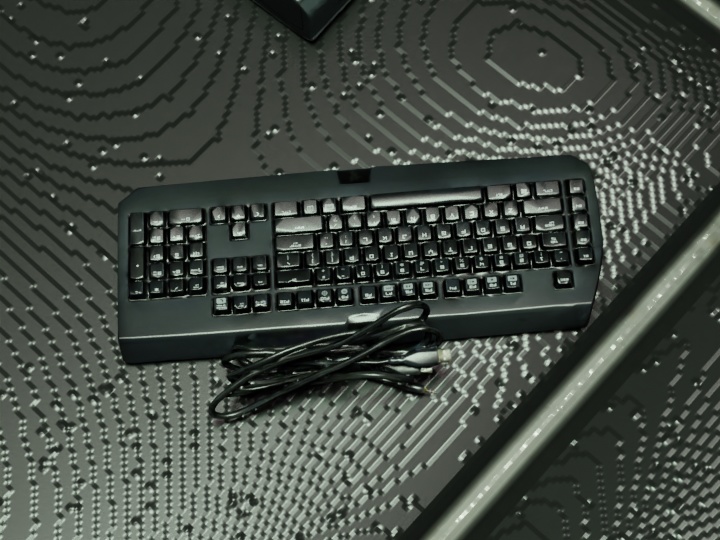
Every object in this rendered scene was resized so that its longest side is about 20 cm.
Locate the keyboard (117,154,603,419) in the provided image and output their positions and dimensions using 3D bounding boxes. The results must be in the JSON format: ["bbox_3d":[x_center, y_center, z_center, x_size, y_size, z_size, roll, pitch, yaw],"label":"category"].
[{"bbox_3d":[0.000,0.000,0.737,0.198,0.040,0.105,-6,67,1],"label":"keyboard"}]

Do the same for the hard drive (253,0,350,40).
[{"bbox_3d":[-0.010,-0.216,0.829,0.139,0.033,0.200,37,74,16],"label":"hard drive"}]
